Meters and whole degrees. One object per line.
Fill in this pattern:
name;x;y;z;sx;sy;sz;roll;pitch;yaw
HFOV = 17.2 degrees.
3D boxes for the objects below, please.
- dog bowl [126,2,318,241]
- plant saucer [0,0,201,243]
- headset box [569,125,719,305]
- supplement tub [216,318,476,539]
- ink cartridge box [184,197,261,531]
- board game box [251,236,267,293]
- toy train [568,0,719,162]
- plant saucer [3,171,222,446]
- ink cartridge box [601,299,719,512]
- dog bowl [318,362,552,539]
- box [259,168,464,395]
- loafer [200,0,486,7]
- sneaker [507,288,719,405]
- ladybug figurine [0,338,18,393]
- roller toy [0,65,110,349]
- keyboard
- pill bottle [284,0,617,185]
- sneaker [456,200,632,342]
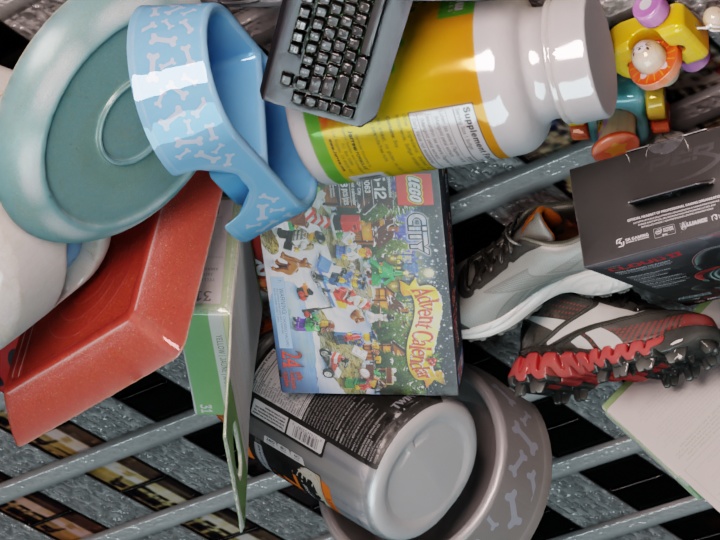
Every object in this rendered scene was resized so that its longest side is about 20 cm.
dog bowl;-0.083;-0.097;1.508;0.049;0.112;0.200;-14;151;18
plant saucer;-0.152;-0.102;1.544;0.027;0.200;0.200;34;164;34
headset box;0.245;-0.040;1.630;0.148;0.075;0.200;-15;163;27
supplement tub;-0.017;0.117;1.854;0.200;0.123;0.123;28;166;40
ink cartridge box;-0.105;0.068;1.731;0.048;0.201;0.146;2;147;5
board game box;-0.019;0.003;1.837;0.200;0.020;0.103;27;142;-32
toy train;0.223;-0.116;1.588;0.150;0.056;0.200;19;145;-21
plant saucer;-0.179;0.005;1.693;0.037;0.200;0.199;34;138;-27
ink cartridge box;0.292;0.110;1.763;0.146;0.200;0.048;-45;136;-1
dog bowl;0.052;0.161;1.903;0.200;0.201;0.059;-15;151;28
box;0.000;0.000;1.735;0.136;0.038;0.201;1;124;11
loafer;-0.005;-0.185;1.479;0.200;0.068;0.071;6;118;6
sneaker;0.190;0.042;1.788;0.071;0.098;0.200;14;163;-37
ladybug figurine;-0.229;0.056;1.894;0.200;0.072;0.136;-20;141;33
roller toy;-0.270;-0.045;1.636;0.200;0.140;0.183;-8;114;42
keyboard;-0.026;-0.191;1.432;0.127;0.021;0.201;18;114;3
pill bottle;0.059;-0.124;1.540;0.199;0.111;0.111;-8;146;18
sneaker;0.120;-0.010;1.763;0.200;0.074;0.079;-22;130;26
